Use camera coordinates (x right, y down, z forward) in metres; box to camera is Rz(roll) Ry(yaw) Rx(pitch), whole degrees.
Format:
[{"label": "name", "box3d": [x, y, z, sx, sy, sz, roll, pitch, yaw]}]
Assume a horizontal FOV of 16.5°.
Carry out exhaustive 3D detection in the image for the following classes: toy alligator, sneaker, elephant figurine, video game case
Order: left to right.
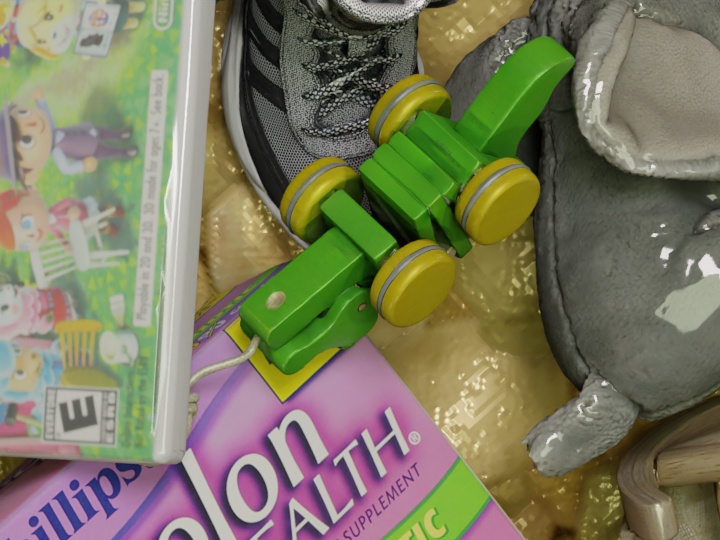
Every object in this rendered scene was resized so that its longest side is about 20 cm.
[{"label": "video game case", "box3d": [-0.139, -0.040, 0.826, 0.182, 0.022, 0.200, 2, 86, 16]}, {"label": "sneaker", "box3d": [-0.005, -0.084, 0.872, 0.075, 0.114, 0.200, -8, 112, -12]}, {"label": "toy alligator", "box3d": [0.000, 0.000, 0.843, 0.200, 0.054, 0.059, -44, 62, -4]}, {"label": "elephant figurine", "box3d": [0.099, -0.058, 0.905, 0.141, 0.155, 0.200, -26, 95, 24]}]

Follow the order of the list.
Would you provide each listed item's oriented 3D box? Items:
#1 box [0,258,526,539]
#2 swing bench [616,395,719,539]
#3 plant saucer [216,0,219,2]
[{"label": "box", "box3d": [-0.036, 0.131, 0.881, 0.176, 0.097, 0.200, -41, 98, -27]}, {"label": "swing bench", "box3d": [0.207, 0.144, 0.945, 0.200, 0.130, 0.199, -13, 101, 0]}, {"label": "plant saucer", "box3d": [-0.063, -0.132, 0.918, 0.200, 0.019, 0.070, -28, 101, -4]}]
